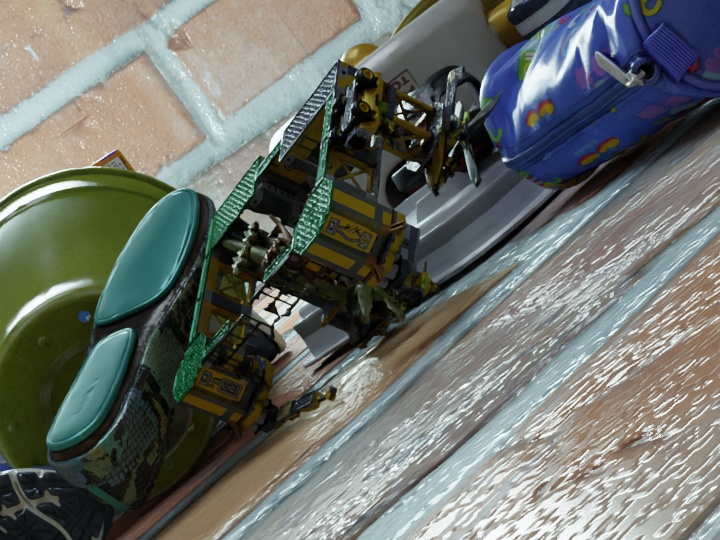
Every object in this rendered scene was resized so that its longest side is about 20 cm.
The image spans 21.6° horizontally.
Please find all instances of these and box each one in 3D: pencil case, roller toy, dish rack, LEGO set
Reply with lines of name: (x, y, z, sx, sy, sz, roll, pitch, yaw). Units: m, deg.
pencil case: (0.121, -0.094, 0.879, 0.087, 0.078, 0.200, -41, 4, -20)
roller toy: (0.036, -0.096, 1.286, 0.200, 0.140, 0.182, -34, 6, 46)
dish rack: (0.048, -0.028, 1.092, 0.171, 0.044, 0.200, -42, 4, -42)
LEGO set: (0.000, 0.000, 0.930, 0.200, 0.115, 0.155, -53, 23, 36)

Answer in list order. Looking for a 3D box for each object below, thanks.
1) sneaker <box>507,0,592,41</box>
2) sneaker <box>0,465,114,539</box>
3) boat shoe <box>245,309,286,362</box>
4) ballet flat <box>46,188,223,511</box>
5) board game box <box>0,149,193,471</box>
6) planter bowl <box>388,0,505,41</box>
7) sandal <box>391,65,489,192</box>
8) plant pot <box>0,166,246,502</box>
sneaker: (0.177, -0.185, 1.239, 0.200, 0.109, 0.070, -40, 5, -33)
sneaker: (-0.193, 0.149, 1.026, 0.199, 0.078, 0.086, -36, 0, 36)
boat shoe: (-0.111, 0.038, 1.322, 0.062, 0.074, 0.200, -59, -21, -5)
ballet flat: (-0.108, 0.044, 0.988, 0.074, 0.074, 0.201, -35, 24, 42)
board game box: (-0.235, 0.070, 1.451, 0.199, 0.201, 0.200, -36, 4, 38)
planter bowl: (0.120, -0.156, 1.412, 0.199, 0.084, 0.201, -23, -24, -11)
sandal: (0.049, -0.088, 1.097, 0.075, 0.048, 0.200, -38, 2, 14)
plant pot: (-0.157, 0.052, 1.135, 0.200, 0.201, 0.193, -38, 15, 1)
